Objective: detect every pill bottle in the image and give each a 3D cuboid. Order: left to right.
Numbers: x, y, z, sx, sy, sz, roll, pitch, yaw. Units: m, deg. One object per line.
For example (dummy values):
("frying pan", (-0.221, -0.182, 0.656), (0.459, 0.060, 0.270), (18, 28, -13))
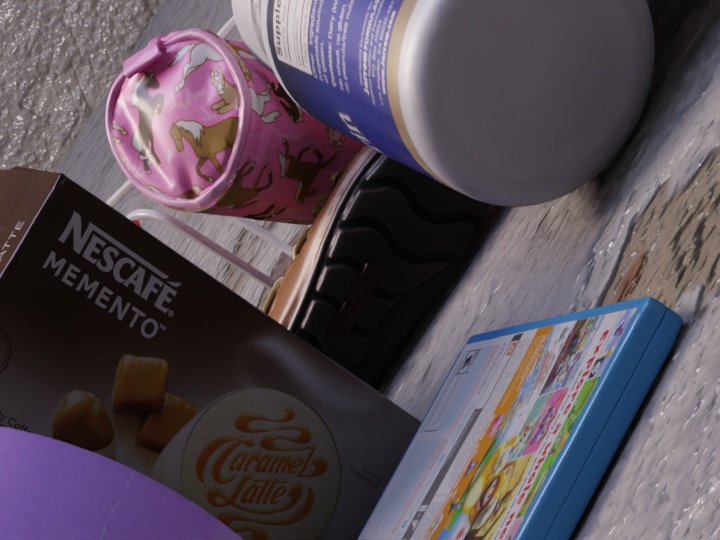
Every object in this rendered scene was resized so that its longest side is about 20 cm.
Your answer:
("pill bottle", (0.027, -0.104, 1.259), (0.116, 0.116, 0.200), (-58, 31, -1))

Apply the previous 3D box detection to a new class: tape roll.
("tape roll", (-0.116, 0.144, 1.136), (0.200, 0.200, 0.066), (-43, 18, 54))

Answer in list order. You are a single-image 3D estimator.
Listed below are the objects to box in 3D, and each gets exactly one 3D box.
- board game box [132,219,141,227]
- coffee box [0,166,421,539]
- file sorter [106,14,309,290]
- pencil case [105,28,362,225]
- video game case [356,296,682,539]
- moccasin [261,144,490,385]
("board game box", (-0.129, 0.094, 1.446), (0.152, 0.046, 0.200), (67, 150, 23))
("coffee box", (-0.090, 0.057, 1.228), (0.115, 0.200, 0.080), (-60, 28, -12))
("file sorter", (-0.066, -0.018, 1.565), (0.139, 0.124, 0.201), (-39, 22, 58))
("pencil case", (-0.035, -0.066, 1.414), (0.200, 0.086, 0.083), (0, -68, -60))
("video game case", (0.043, 0.081, 1.085), (0.144, 0.018, 0.200), (-60, 11, -12))
("moccasin", (0.002, 0.001, 1.371), (0.202, 0.073, 0.078), (-66, 17, 13))
